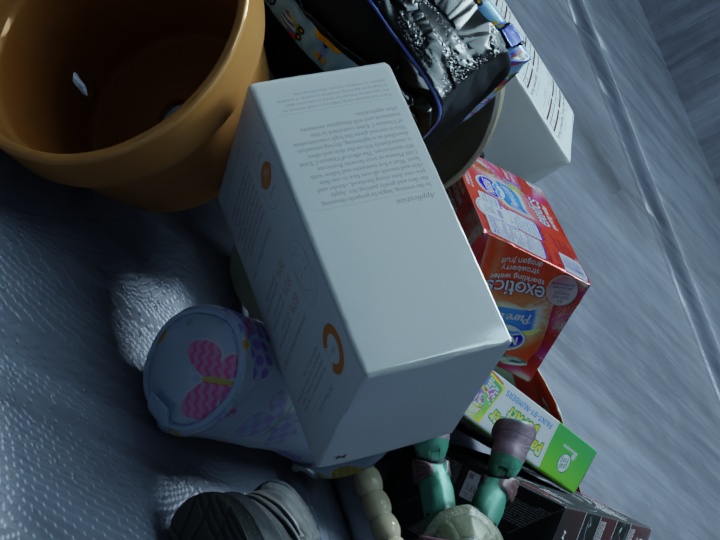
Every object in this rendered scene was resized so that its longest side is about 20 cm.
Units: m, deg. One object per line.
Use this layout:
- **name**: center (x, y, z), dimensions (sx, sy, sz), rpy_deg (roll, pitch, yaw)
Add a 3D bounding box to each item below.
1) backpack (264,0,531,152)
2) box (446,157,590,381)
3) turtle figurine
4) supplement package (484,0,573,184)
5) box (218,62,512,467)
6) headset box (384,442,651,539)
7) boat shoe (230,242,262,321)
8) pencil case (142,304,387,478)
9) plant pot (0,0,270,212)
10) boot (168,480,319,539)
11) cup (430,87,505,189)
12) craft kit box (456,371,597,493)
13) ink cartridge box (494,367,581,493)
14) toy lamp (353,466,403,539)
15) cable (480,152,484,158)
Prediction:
- **backpack**: center (-0.005, -0.171, 1.033), dimensions (0.134, 0.183, 0.201), rpy_deg (-37, 86, -30)
- **box**: center (0.100, -0.012, 1.184), dimensions (0.099, 0.096, 0.200), rpy_deg (26, 20, -16)
- **turtle figurine**: center (0.061, 0.195, 1.003), dimensions (0.148, 0.100, 0.202), rpy_deg (21, 70, -26)
- **supplement package**: center (0.082, -0.167, 1.474), dimensions (0.201, 0.190, 0.147), rpy_deg (55, 21, -15)
- **box**: center (-0.004, -0.004, 0.904), dimensions (0.096, 0.125, 0.202), rpy_deg (-11, 63, -22)
- **headset box**: center (0.129, 0.201, 1.183), dimensions (0.148, 0.078, 0.199), rpy_deg (23, -2, 34)
- **boat shoe**: center (-0.023, 0.014, 1.070), dimensions (0.062, 0.072, 0.199), rpy_deg (3, 13, -40)
- **pencil case**: center (-0.058, 0.085, 1.000), dimensions (0.199, 0.091, 0.084), rpy_deg (28, 25, -54)
- **plant pot**: center (-0.142, -0.130, 0.964), dimensions (0.140, 0.198, 0.202), rpy_deg (53, 16, -62)
- **boot**: center (-0.036, 0.222, 0.912), dimensions (0.131, 0.069, 0.202), rpy_deg (16, 53, -67)
- **cup**: center (0.033, -0.163, 1.195), dimensions (0.202, 0.199, 0.143), rpy_deg (60, 23, -2)
- **craft kit box**: center (0.061, 0.087, 1.168), dimensions (0.197, 0.049, 0.200), rpy_deg (30, -6, 45)
- **ink cartridge box**: center (0.124, 0.108, 1.301), dimensions (0.163, 0.050, 0.201), rpy_deg (70, -4, -46)
- **toy lamp**: center (0.009, 0.168, 1.091), dimensions (0.058, 0.058, 0.202), rpy_deg (16, 46, -60)
- **cable**: center (0.058, -0.045, 1.340), dimensions (0.051, 0.165, 0.199), rpy_deg (32, 26, 23)
